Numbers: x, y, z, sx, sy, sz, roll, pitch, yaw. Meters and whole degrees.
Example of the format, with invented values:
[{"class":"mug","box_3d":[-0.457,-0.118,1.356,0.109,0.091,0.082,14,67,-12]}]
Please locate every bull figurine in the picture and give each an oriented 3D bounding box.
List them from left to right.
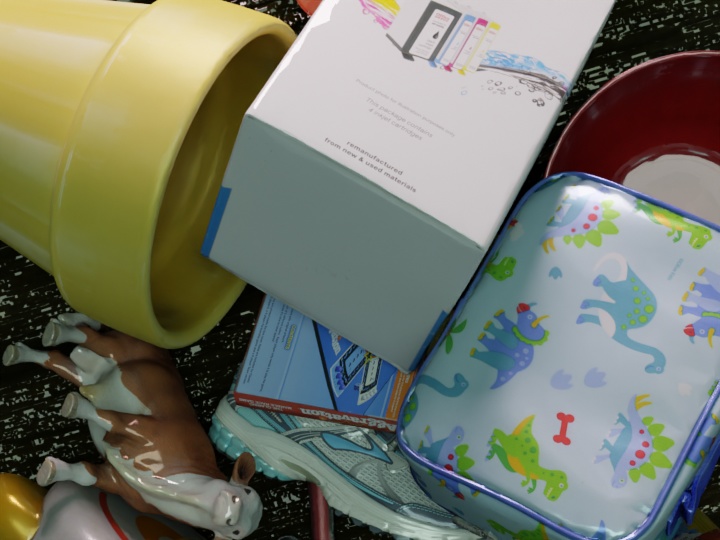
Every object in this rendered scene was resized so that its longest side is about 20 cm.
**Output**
[{"class":"bull figurine","box_3d":[-0.133,0.093,1.018,0.121,0.200,0.065,23,107,-34]}]

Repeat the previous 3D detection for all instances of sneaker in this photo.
[{"class":"sneaker","box_3d":[0.004,0.099,1.029,0.199,0.078,0.087,21,99,20]}]

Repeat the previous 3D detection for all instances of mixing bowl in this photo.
[{"class":"mixing bowl","box_3d":[0.203,-0.026,1.057,0.199,0.108,0.202,0,90,2]}]

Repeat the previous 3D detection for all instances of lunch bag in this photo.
[{"class":"lunch bag","box_3d":[0.125,0.059,0.925,0.160,0.083,0.201,23,68,23]}]

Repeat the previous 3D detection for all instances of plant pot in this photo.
[{"class":"plant pot","box_3d":[-0.157,-0.079,1.029,0.188,0.201,0.202,21,89,15]}]

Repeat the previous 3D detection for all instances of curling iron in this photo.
[{"class":"curling iron","box_3d":[-0.036,0.120,1.098,0.049,0.026,0.201,4,89,-2]}]

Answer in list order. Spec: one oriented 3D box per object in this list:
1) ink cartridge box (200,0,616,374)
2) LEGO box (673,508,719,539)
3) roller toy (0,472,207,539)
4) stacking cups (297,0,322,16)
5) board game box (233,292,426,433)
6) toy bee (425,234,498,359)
[{"class":"ink cartridge box","box_3d":[0.027,-0.082,0.981,0.144,0.147,0.201,29,57,2]},{"class":"LEGO box","box_3d":[0.135,0.191,1.008,0.148,0.200,0.078,-18,93,1]},{"class":"roller toy","box_3d":[-0.138,0.213,1.020,0.140,0.182,0.200,-50,49,3]},{"class":"stacking cups","box_3d":[0.019,-0.218,1.027,0.060,0.200,0.061,15,51,-19]},{"class":"board game box","box_3d":[0.000,0.000,1.045,0.102,0.019,0.201,8,58,13]},{"class":"toy bee","box_3d":[0.084,0.042,1.059,0.199,0.109,0.132,-5,87,1]}]
